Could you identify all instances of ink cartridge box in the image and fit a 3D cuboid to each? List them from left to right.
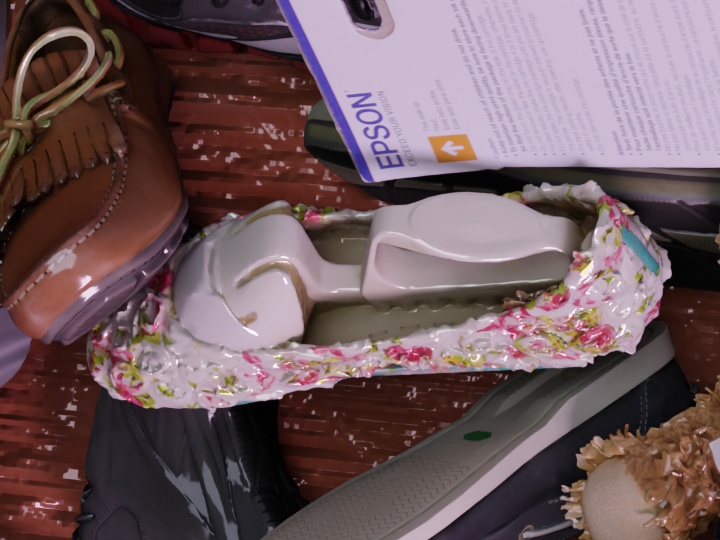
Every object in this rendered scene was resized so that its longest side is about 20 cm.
[{"bbox_3d":[0.067,-0.102,0.774,0.199,0.200,0.041,0,53,21],"label":"ink cartridge box"}]

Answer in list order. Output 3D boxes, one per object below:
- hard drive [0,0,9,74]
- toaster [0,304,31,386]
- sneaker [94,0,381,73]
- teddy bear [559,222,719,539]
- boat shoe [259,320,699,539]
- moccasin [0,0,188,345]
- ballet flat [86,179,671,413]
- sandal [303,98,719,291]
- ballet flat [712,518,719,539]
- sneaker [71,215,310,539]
[{"bbox_3d":[-0.234,-0.048,1.032,0.199,0.026,0.133,-2,82,15],"label":"hard drive"},{"bbox_3d":[-0.210,0.032,0.940,0.199,0.129,0.114,-31,88,16],"label":"toaster"},{"bbox_3d":[-0.017,-0.108,0.944,0.199,0.098,0.071,12,83,15],"label":"sneaker"},{"bbox_3d":[0.157,0.047,0.835,0.145,0.067,0.201,34,92,34],"label":"teddy bear"},{"bbox_3d":[0.033,0.090,0.886,0.199,0.072,0.068,-29,106,-19],"label":"boat shoe"},{"bbox_3d":[-0.099,-0.042,0.897,0.073,0.202,0.078,-35,115,20],"label":"moccasin"},{"bbox_3d":[0.000,0.000,0.867,0.199,0.064,0.076,-8,58,10],"label":"ballet flat"},{"bbox_3d":[0.077,-0.042,0.922,0.200,0.080,0.058,15,72,17],"label":"sandal"},{"bbox_3d":[0.202,0.055,0.871,0.199,0.074,0.074,-33,75,7],"label":"ballet flat"},{"bbox_3d":[-0.068,0.068,0.948,0.090,0.076,0.201,-23,75,17],"label":"sneaker"}]
